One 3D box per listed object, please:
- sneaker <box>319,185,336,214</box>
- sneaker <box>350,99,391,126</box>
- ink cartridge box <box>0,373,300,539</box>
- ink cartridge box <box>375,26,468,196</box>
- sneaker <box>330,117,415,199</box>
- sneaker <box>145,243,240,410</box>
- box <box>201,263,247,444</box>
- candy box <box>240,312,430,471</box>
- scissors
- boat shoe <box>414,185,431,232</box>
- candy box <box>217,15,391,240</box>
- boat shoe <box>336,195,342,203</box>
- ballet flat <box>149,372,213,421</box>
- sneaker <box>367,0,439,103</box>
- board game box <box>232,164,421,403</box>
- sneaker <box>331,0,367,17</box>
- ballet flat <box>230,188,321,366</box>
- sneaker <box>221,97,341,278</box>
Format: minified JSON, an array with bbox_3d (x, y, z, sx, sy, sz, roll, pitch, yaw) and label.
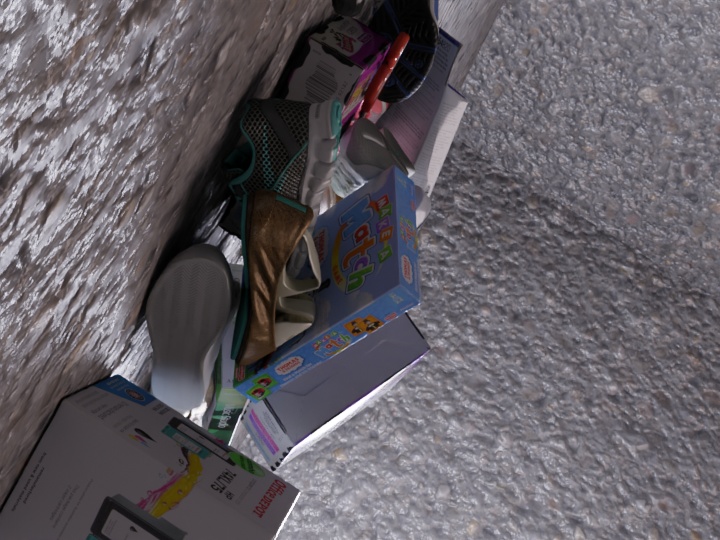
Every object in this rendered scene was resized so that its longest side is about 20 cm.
[{"bbox_3d":[-0.083,-0.046,1.304,0.076,0.070,0.201,-56,175,-37],"label":"sneaker"},{"bbox_3d":[-0.022,-0.153,1.260,0.087,0.073,0.200,-57,177,-17],"label":"sneaker"},{"bbox_3d":[-0.175,0.209,0.966,0.147,0.198,0.147,-59,178,5],"label":"ink cartridge box"},{"bbox_3d":[0.053,-0.186,1.310,0.203,0.040,0.200,-69,-152,22],"label":"ink cartridge box"},{"bbox_3d":[0.004,-0.098,1.152,0.080,0.071,0.200,-34,176,8],"label":"sneaker"},{"bbox_3d":[-0.145,0.021,1.045,0.201,0.072,0.117,111,-6,-47],"label":"sneaker"},{"bbox_3d":[-0.151,0.102,1.294,0.201,0.036,0.147,114,-25,-60],"label":"box"},{"bbox_3d":[-0.032,0.120,1.196,0.167,0.072,0.200,-33,172,-18],"label":"candy box"},{"bbox_3d":[0.011,-0.167,1.151,0.074,0.014,0.200,-63,-179,-19],"label":"scissors"},{"bbox_3d":[0.000,0.000,1.129,0.200,0.068,0.072,-42,-149,13],"label":"boat shoe"},{"bbox_3d":[-0.051,-0.130,1.090,0.202,0.060,0.137,-62,179,23],"label":"candy box"},{"bbox_3d":[-0.045,-0.114,1.429,0.069,0.071,0.201,-29,-157,33],"label":"boat shoe"},{"bbox_3d":[-0.205,0.151,1.255,0.067,0.068,0.201,-45,167,-36],"label":"ballet flat"},{"bbox_3d":[0.049,-0.261,1.136,0.077,0.074,0.203,-68,173,-60],"label":"sneaker"},{"bbox_3d":[-0.032,0.012,1.059,0.199,0.036,0.153,-32,-142,27],"label":"board game box"},{"bbox_3d":[0.039,-0.279,0.985,0.201,0.079,0.074,-56,178,-35],"label":"sneaker"},{"bbox_3d":[-0.070,0.014,0.981,0.069,0.071,0.202,-90,-173,-46],"label":"ballet flat"},{"bbox_3d":[-0.075,-0.071,0.984,0.078,0.090,0.202,-86,-170,-47],"label":"sneaker"}]
